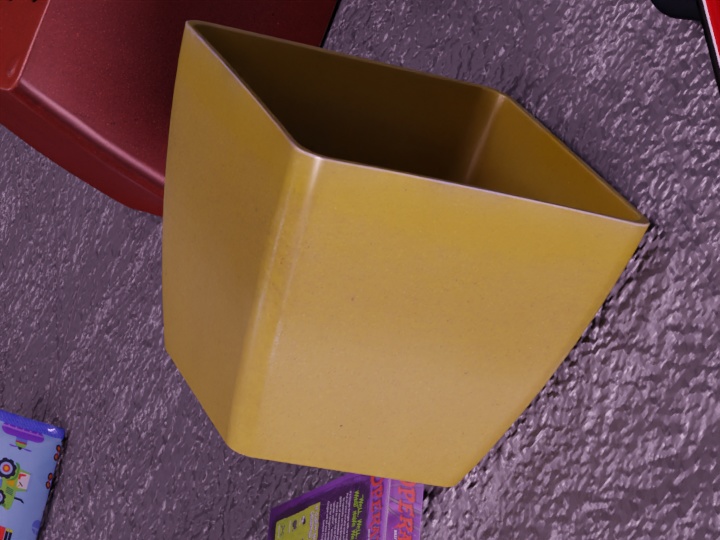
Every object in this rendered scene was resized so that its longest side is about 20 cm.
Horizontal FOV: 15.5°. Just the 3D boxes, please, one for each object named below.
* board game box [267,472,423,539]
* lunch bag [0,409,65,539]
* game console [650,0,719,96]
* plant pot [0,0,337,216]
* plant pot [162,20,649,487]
[{"bbox_3d":[-0.016,0.208,1.415,0.120,0.032,0.200,-33,44,52],"label":"board game box"},{"bbox_3d":[-0.321,0.151,1.785,0.094,0.200,0.151,-12,59,55],"label":"lunch bag"},{"bbox_3d":[0.137,-0.189,1.238,0.172,0.119,0.200,15,127,55],"label":"game console"},{"bbox_3d":[-0.155,-0.155,1.748,0.200,0.176,0.200,16,84,61],"label":"plant pot"},{"bbox_3d":[0.000,0.000,1.385,0.200,0.200,0.177,50,125,58],"label":"plant pot"}]
